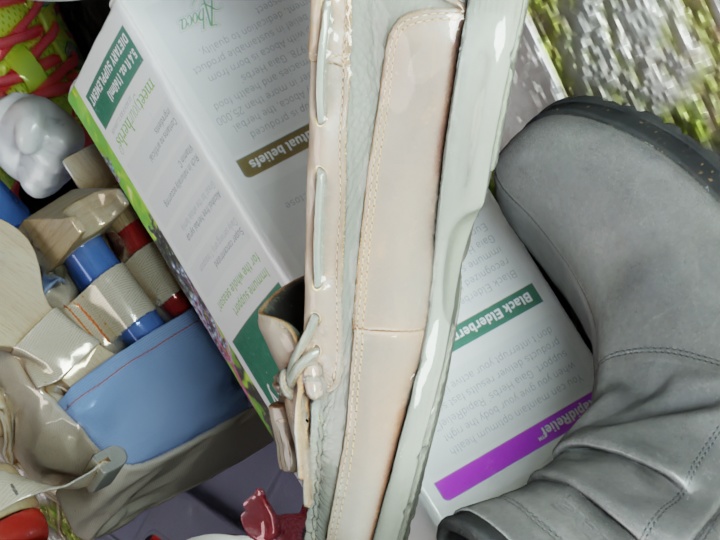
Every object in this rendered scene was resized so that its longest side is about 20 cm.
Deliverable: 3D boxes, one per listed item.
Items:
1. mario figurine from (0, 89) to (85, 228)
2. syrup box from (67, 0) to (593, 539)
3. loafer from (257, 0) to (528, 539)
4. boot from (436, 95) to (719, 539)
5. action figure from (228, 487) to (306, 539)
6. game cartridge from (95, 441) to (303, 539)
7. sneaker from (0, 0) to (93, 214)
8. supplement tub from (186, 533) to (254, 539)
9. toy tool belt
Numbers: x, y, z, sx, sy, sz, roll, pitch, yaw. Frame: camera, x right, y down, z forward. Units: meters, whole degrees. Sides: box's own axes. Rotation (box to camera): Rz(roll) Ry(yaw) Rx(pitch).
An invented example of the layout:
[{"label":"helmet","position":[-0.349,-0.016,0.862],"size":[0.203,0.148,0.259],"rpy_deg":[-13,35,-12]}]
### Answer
[{"label":"mario figurine","position":[-0.180,-0.036,1.029],"size":[0.106,0.124,0.200],"rpy_deg":[5,139,52]},{"label":"syrup box","position":[-0.006,-0.005,0.925],"size":[0.201,0.081,0.079],"rpy_deg":[59,155,9]},{"label":"loafer","position":[0.000,0.000,0.814],"size":[0.072,0.062,0.201],"rpy_deg":[-72,-5,-69]},{"label":"boot","position":[0.069,0.042,0.772],"size":[0.200,0.131,0.070],"rpy_deg":[46,151,31]},{"label":"action figure","position":[-0.042,0.152,0.946],"size":[0.149,0.133,0.201],"rpy_deg":[-116,42,-67]},{"label":"game cartridge","position":[-0.032,0.116,1.050],"size":[0.038,0.130,0.200],"rpy_deg":[37,174,-40]},{"label":"sneaker","position":[-0.134,-0.078,1.105],"size":[0.090,0.078,0.201],"rpy_deg":[33,152,44]},{"label":"supplement tub","position":[0.024,0.165,0.788],"size":[0.144,0.199,0.145],"rpy_deg":[-163,90,-76]},{"label":"toy tool belt","position":[-0.099,0.023,0.993],"size":[0.123,0.199,0.125],"rpy_deg":[53,143,13]}]
